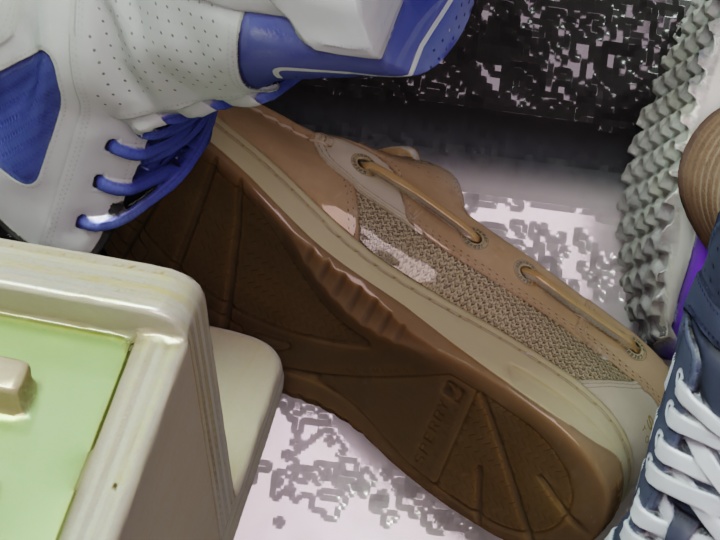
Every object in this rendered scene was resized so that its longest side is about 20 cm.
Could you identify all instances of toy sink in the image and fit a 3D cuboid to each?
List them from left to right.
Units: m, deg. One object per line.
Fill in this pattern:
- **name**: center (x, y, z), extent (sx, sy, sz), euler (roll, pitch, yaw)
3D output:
- **toy sink**: center (-0.108, 0.058, 0.758), extent (0.130, 0.112, 0.200), euler (11, 53, 12)

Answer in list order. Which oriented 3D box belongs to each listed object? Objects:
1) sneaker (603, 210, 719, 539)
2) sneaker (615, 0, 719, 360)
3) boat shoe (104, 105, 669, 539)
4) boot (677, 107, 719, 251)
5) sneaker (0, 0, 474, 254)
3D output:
- **sneaker**: center (0.085, 0.061, 0.748), extent (0.108, 0.200, 0.070), euler (-36, 60, -21)
- **sneaker**: center (0.142, -0.062, 0.866), extent (0.099, 0.070, 0.200), euler (19, 84, -5)
- **boat shoe**: center (0.000, 0.000, 0.856), extent (0.200, 0.071, 0.065), euler (38, 48, 7)
- **boot**: center (0.185, 0.032, 0.792), extent (0.077, 0.155, 0.200), euler (-46, 120, -7)
- **sneaker**: center (-0.051, -0.061, 0.762), extent (0.199, 0.115, 0.081), euler (10, 45, 34)
